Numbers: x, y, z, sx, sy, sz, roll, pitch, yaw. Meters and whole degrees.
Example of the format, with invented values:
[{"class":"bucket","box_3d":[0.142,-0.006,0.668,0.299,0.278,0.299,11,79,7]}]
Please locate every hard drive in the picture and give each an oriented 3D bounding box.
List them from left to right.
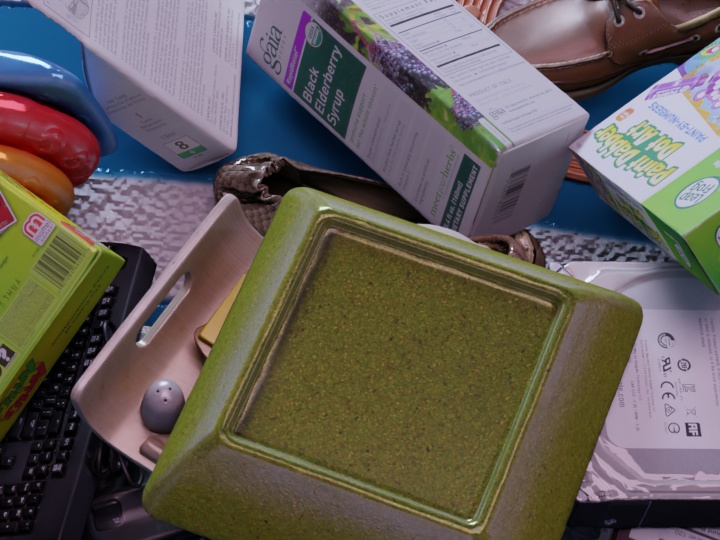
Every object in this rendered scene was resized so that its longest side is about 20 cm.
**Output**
[{"class":"hard drive","box_3d":[0.197,0.063,1.214,0.199,0.038,0.140,2,59,-8]}]

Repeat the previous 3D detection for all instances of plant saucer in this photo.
[{"class":"plant saucer","box_3d":[0.018,0.057,1.157,0.199,0.048,0.201,19,63,11]}]

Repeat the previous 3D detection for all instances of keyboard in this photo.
[{"class":"keyboard","box_3d":[-0.156,0.057,1.262,0.104,0.040,0.201,-3,51,18]}]

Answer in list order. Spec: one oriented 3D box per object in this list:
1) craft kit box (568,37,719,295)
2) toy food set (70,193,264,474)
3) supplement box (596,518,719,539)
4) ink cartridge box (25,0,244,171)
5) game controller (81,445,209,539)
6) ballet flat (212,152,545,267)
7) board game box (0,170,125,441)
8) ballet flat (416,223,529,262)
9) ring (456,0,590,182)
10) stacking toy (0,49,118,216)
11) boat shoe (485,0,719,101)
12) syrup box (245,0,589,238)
[{"class":"craft kit box","box_3d":[0.225,-0.084,1.244,0.197,0.200,0.049,-38,110,0]},{"class":"toy food set","box_3d":[-0.026,0.065,1.206,0.200,0.060,0.144,33,67,8]},{"class":"supplement box","box_3d":[0.187,0.107,1.272,0.085,0.111,0.201,19,59,4]},{"class":"ink cartridge box","box_3d":[-0.144,-0.171,1.353,0.200,0.050,0.162,33,47,-41]},{"class":"game controller","box_3d":[-0.058,0.097,1.266,0.199,0.042,0.105,-14,40,-5]},{"class":"ballet flat","box_3d":[0.012,-0.028,1.363,0.199,0.046,0.068,17,59,1]},{"class":"board game box","box_3d":[-0.223,0.046,1.229,0.101,0.048,0.200,35,90,13]},{"class":"ballet flat","box_3d":[0.000,0.000,1.307,0.199,0.067,0.068,-1,49,8]},{"class":"ring","box_3d":[0.148,-0.142,1.469,0.199,0.019,0.201,4,58,-6]},{"class":"stacking toy","box_3d":[-0.208,-0.010,1.297,0.115,0.110,0.201,3,69,11]},{"class":"boat shoe","box_3d":[0.161,-0.157,1.429,0.199,0.068,0.072,-16,65,-16]},{"class":"syrup box","box_3d":[0.029,-0.109,1.369,0.081,0.079,0.200,-24,56,-39]}]
